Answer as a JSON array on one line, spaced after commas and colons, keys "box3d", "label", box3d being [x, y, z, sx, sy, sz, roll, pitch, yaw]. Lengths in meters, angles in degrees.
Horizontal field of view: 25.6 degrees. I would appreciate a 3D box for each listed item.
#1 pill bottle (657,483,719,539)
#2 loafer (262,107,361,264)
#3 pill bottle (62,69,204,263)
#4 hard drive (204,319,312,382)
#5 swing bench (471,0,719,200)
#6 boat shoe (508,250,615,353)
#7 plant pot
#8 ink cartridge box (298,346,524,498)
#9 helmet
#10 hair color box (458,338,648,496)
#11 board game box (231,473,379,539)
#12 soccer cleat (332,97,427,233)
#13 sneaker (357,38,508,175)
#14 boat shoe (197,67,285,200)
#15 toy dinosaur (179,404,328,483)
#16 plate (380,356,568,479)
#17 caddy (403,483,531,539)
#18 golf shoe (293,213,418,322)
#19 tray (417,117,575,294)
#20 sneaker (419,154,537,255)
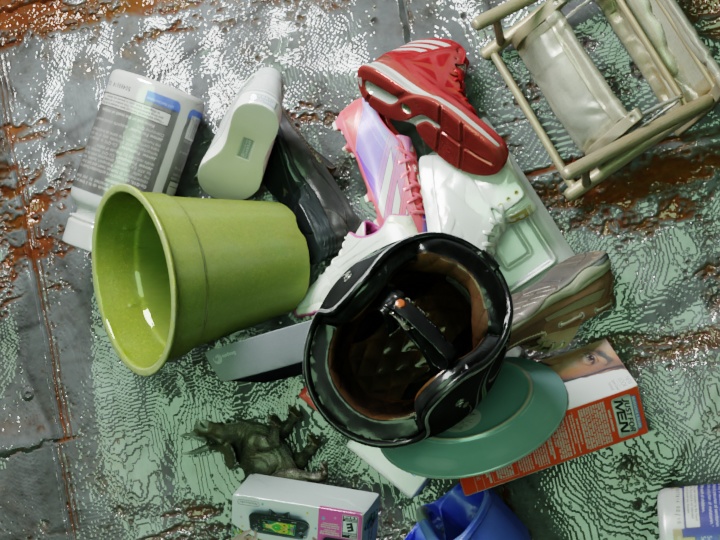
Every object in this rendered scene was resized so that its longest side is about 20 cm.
[{"box3d": [0.403, 0.272, 1.591, 0.198, 0.120, 0.121, -7, 84, 13], "label": "pill bottle"}, {"box3d": [-0.061, -0.102, 1.765, 0.072, 0.073, 0.202, -14, 72, -27], "label": "loafer"}, {"box3d": [-0.258, -0.113, 1.779, 0.113, 0.114, 0.202, 20, 90, 14], "label": "pill bottle"}, {"box3d": [-0.051, 0.080, 1.697, 0.198, 0.135, 0.043, -17, 79, 20], "label": "hard drive"}, {"box3d": [0.253, -0.216, 1.663, 0.199, 0.130, 0.200, -30, 79, 4], "label": "swing bench"}, {"box3d": [0.194, 0.051, 1.645, 0.199, 0.076, 0.072, -30, 104, -25], "label": "boat shoe"}, {"box3d": [-0.161, -0.004, 1.696, 0.188, 0.200, 0.202, -10, 81, -32], "label": "plant pot"}, {"box3d": [0.050, 0.114, 1.725, 0.176, 0.045, 0.201, 38, 94, 12], "label": "ink cartridge box"}, {"box3d": [0.044, 0.070, 1.526, 0.198, 0.191, 0.202, 9, 61, -17], "label": "helmet"}, {"box3d": [0.182, 0.149, 1.630, 0.198, 0.111, 0.064, -18, 115, -3], "label": "hair color box"}, {"box3d": [-0.062, 0.331, 1.696, 0.146, 0.064, 0.202, 7, 107, 14], "label": "board game box"}, {"box3d": [0.039, -0.101, 1.733, 0.076, 0.067, 0.201, -30, 76, 16], "label": "soccer cleat"}, {"box3d": [0.102, -0.189, 1.689, 0.199, 0.079, 0.115, 38, 60, 23], "label": "sneaker"}, {"box3d": [-0.128, -0.149, 1.736, 0.071, 0.201, 0.069, 20, 56, -3], "label": "boat shoe"}, {"box3d": [-0.092, 0.216, 1.746, 0.200, 0.077, 0.102, 45, 114, -2], "label": "toy dinosaur"}, {"box3d": [0.110, 0.137, 1.597, 0.198, 0.201, 0.026, -10, 119, 12], "label": "plate"}, {"box3d": [0.095, 0.284, 1.630, 0.141, 0.200, 0.105, -45, 94, 4], "label": "caddy"}, {"box3d": [0.000, 0.000, 1.707, 0.199, 0.075, 0.093, -21, 75, 41], "label": "golf shoe"}, {"box3d": [0.144, -0.058, 1.728, 0.107, 0.022, 0.201, -33, 79, 10], "label": "tray"}, {"box3d": [0.132, -0.040, 1.671, 0.114, 0.074, 0.202, -13, 73, 13], "label": "sneaker"}]
